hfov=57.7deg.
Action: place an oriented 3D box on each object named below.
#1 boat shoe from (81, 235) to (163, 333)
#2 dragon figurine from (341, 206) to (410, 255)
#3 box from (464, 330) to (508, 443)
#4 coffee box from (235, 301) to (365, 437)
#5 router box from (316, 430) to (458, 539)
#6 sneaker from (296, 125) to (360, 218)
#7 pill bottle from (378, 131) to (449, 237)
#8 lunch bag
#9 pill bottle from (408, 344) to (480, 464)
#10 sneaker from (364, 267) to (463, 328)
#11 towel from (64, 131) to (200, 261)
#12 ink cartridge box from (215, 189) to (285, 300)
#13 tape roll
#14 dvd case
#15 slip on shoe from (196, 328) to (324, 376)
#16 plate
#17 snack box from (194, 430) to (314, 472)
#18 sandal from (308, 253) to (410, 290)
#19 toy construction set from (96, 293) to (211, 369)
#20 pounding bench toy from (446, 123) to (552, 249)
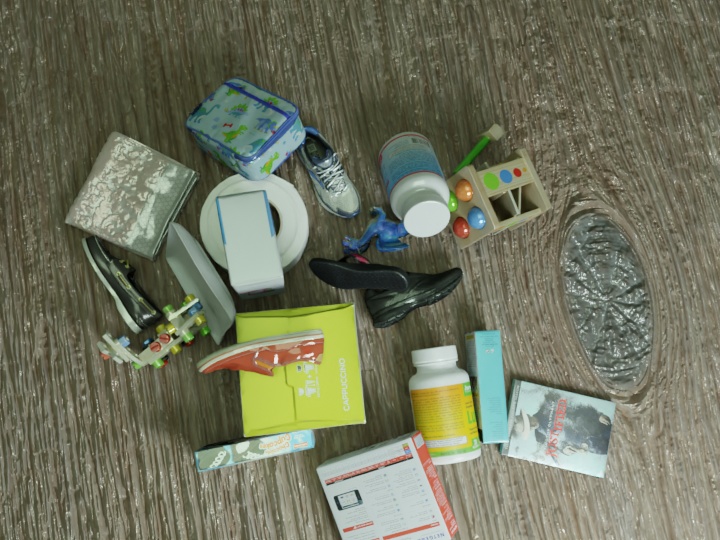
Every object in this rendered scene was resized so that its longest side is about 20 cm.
[{"bbox_3d":[-0.439,0.017,1.204,0.061,0.072,0.201,-31,92,-7],"label":"boat shoe"},{"bbox_3d":[0.061,-0.065,1.248,0.200,0.059,0.100,4,82,-11],"label":"dragon figurine"},{"bbox_3d":[0.232,0.213,1.206,0.049,0.082,0.200,-2,82,-4],"label":"box"},{"bbox_3d":[-0.101,0.170,1.134,0.200,0.198,0.200,-5,82,-4],"label":"coffee box"},{"bbox_3d":[0.043,0.397,1.140,0.200,0.049,0.180,-24,83,23],"label":"router box"},{"bbox_3d":[-0.067,-0.189,1.248,0.077,0.085,0.200,-33,85,-7],"label":"sneaker"},{"bbox_3d":[0.100,-0.157,1.196,0.109,0.109,0.200,-7,45,-4],"label":"pill bottle"},{"bbox_3d":[-0.213,-0.270,1.218,0.200,0.082,0.161,34,71,28],"label":"lunch bag"},{"bbox_3d":[0.148,0.240,1.182,0.111,0.111,0.200,-8,82,-4],"label":"pill bottle"},{"bbox_3d":[0.099,0.032,1.234,0.200,0.076,0.091,-24,75,-10],"label":"sneaker"},{"bbox_3d":[-0.435,-0.142,1.247,0.191,0.032,0.200,24,80,1],"label":"towel"},{"bbox_3d":[-0.180,-0.036,1.091,0.085,0.200,0.145,-11,83,-8],"label":"ink cartridge box"},{"bbox_3d":[-0.197,-0.083,1.232,0.202,0.071,0.203,0,81,-3],"label":"tape roll"},{"bbox_3d":[0.372,0.298,1.232,0.200,0.022,0.146,14,81,0],"label":"dvd case"},{"bbox_3d":[-0.151,0.135,1.005,0.200,0.074,0.061,-10,85,-6],"label":"slip on shoe"},{"bbox_3d":[-0.279,0.024,1.153,0.032,0.200,0.200,-30,84,-24],"label":"plate"},{"bbox_3d":[-0.180,0.309,1.150,0.200,0.116,0.037,-11,82,-5],"label":"snack box"},{"bbox_3d":[0.000,0.000,1.215,0.200,0.075,0.045,6,54,22],"label":"sandal"},{"bbox_3d":[-0.354,0.119,1.158,0.200,0.131,0.092,-24,84,-2],"label":"toy construction set"},{"bbox_3d":[0.224,-0.164,1.219,0.156,0.124,0.200,-19,82,-26],"label":"pounding bench toy"}]
